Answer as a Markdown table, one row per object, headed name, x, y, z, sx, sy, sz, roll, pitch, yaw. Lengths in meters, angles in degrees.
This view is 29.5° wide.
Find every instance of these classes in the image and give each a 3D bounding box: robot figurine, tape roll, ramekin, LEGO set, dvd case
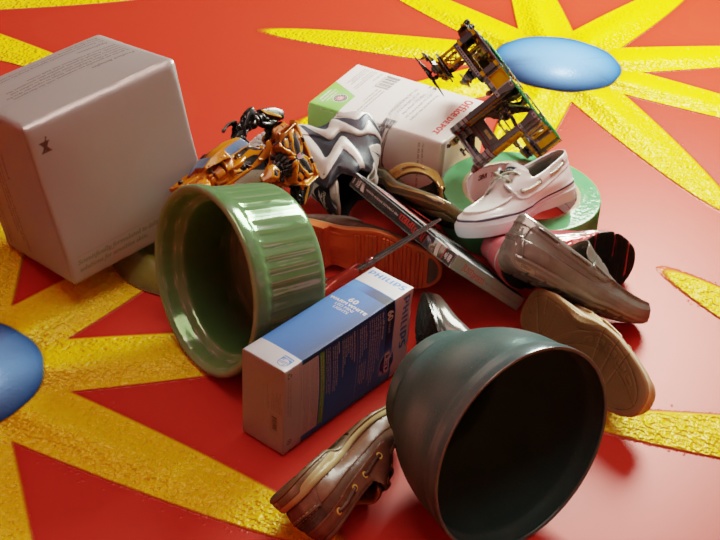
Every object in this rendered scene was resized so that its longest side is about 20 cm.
| name | x | y | z | sx | sy | sz | roll | pitch | yaw |
| --- | --- | --- | --- | --- | --- | --- | --- | --- | --- |
| robot figurine | -0.122 | -0.101 | 1.578 | 0.058 | 0.146 | 0.200 | -1 | 32 | 46 |
| tape roll | 0.198 | -0.081 | 1.708 | 0.199 | 0.048 | 0.201 | 2 | 34 | -1 |
| ramekin | -0.123 | 0.003 | 1.421 | 0.097 | 0.201 | 0.200 | -13 | 36 | -36 |
| LEGO set | 0.151 | -0.203 | 1.728 | 0.200 | 0.116 | 0.154 | 54 | 13 | 8 |
| dvd case | 0.086 | -0.034 | 1.571 | 0.146 | 0.022 | 0.200 | 31 | 7 | -47 |

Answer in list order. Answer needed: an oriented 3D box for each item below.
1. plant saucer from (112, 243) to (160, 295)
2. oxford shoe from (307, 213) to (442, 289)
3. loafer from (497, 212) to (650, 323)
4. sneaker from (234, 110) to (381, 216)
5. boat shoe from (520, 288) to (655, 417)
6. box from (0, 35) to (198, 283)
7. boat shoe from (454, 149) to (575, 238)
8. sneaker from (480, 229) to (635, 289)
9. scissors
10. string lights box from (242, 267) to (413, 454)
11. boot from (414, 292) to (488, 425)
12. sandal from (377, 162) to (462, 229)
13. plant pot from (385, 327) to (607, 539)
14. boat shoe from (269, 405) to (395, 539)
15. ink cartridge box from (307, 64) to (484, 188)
| name | x | y | z | sx | sy | sz | roll | pitch | yaw |
| --- | --- | --- | --- | --- | --- | --- | --- | --- | --- |
| plant saucer | -0.196 | -0.036 | 1.616 | 0.198 | 0.031 | 0.200 | 2 | 33 | -1 |
| oxford shoe | 0.009 | -0.032 | 1.598 | 0.199 | 0.072 | 0.073 | 17 | 30 | 18 |
| loafer | 0.243 | 0.002 | 1.504 | 0.199 | 0.070 | 0.070 | 26 | -9 | -25 |
| sneaker | -0.065 | -0.113 | 1.699 | 0.198 | 0.080 | 0.130 | -12 | 51 | 3 |
| boat shoe | 0.251 | 0.085 | 1.441 | 0.069 | 0.074 | 0.200 | 14 | 24 | -39 |
| box | -0.310 | -0.132 | 1.556 | 0.198 | 0.201 | 0.171 | -30 | 34 | -29 |
| boat shoe | 0.177 | -0.094 | 1.608 | 0.073 | 0.067 | 0.200 | 5 | 21 | 41 |
| sneaker | 0.229 | -0.025 | 1.587 | 0.199 | 0.074 | 0.087 | 2 | 20 | -28 |
| scissors | 0.000 | 0.000 | 1.494 | 0.199 | 0.014 | 0.073 | -27 | 10 | 26 |
| string lights box | -0.030 | 0.088 | 1.379 | 0.059 | 0.103 | 0.200 | 26 | 39 | 31 |
| boot | 0.142 | 0.098 | 1.430 | 0.130 | 0.068 | 0.200 | -5 | 42 | -21 |
| sandal | 0.069 | -0.105 | 1.675 | 0.080 | 0.054 | 0.200 | 32 | 3 | -29 |
| plant pot | 0.107 | 0.134 | 1.249 | 0.199 | 0.201 | 0.134 | -19 | 33 | -30 |
| boat shoe | -0.006 | 0.188 | 1.275 | 0.068 | 0.072 | 0.200 | 49 | 36 | 5 |
| ink cartridge box | 0.048 | -0.189 | 1.821 | 0.199 | 0.084 | 0.146 | 19 | 37 | 21 |
